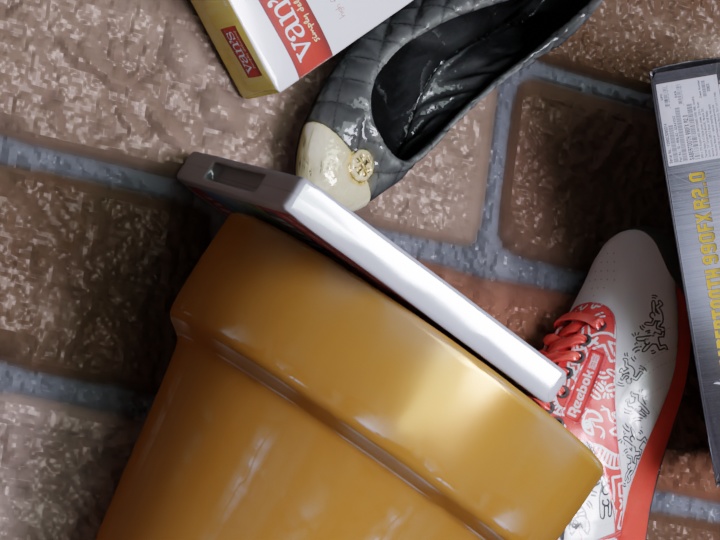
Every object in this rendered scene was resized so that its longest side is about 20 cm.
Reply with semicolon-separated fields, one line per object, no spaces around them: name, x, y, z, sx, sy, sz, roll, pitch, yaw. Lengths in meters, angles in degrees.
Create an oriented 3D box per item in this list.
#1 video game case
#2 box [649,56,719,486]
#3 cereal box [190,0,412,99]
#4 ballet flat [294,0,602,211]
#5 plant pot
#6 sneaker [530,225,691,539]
video game case;0.000;0.000;1.268;0.143;0.200;0.017;36;85;-16
box;0.185;-0.003;1.420;0.048;0.158;0.201;-9;91;10
cereal box;-0.010;-0.192;1.378;0.200;0.039;0.144;-38;107;-29
ballet flat;0.040;-0.097;1.387;0.200;0.057;0.067;-45;127;-25
plant pot;-0.026;0.106;1.269;0.200;0.200;0.184;37;84;-24
sneaker;0.093;0.067;1.404;0.108;0.067;0.202;16;80;-32
